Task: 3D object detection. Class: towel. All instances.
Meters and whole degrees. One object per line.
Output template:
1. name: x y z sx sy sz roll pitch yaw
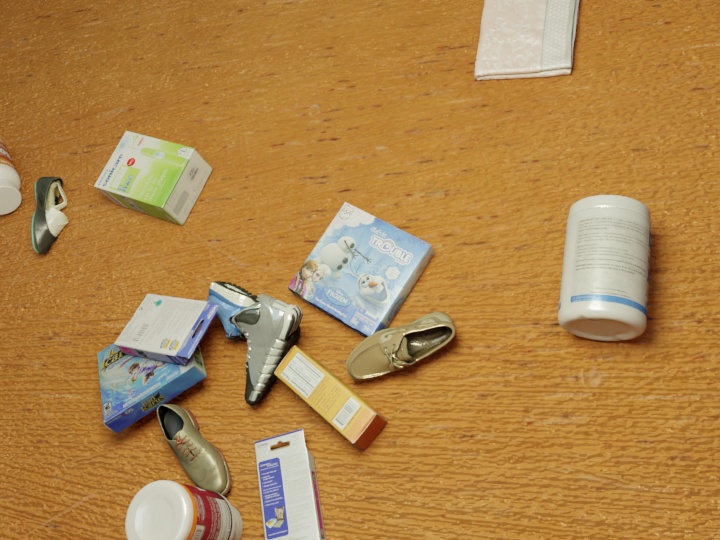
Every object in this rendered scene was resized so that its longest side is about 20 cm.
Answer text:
1. towel: 0.327 -0.466 1.411 0.190 0.032 0.201 3 67 21

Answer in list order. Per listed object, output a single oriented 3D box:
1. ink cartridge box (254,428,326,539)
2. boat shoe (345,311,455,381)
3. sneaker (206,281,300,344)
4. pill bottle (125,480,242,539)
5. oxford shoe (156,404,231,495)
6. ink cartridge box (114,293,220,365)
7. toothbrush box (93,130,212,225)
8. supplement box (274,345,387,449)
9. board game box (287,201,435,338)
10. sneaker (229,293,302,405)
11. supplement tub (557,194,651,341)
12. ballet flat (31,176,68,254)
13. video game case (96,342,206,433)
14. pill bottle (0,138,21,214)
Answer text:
1. ink cartridge box: -0.118 0.373 1.188 0.094 0.037 0.201 -18 65 12
2. boat shoe: 0.065 0.129 1.201 0.199 0.065 0.071 -28 98 4
3. sneaker: -0.201 0.093 1.330 0.199 0.078 0.090 24 99 20
4. pill bottle: -0.269 0.401 1.133 0.112 0.200 0.114 -8 64 16
5. oxford shoe: -0.300 0.315 1.255 0.070 0.075 0.200 -45 60 -4
6. ink cartridge box: -0.345 0.107 1.309 0.199 0.042 0.120 3 53 35
7. toothbrush box: -0.440 -0.199 1.531 0.199 0.086 0.146 18 73 27
8. supplement box: -0.052 0.213 1.219 0.200 0.067 0.069 38 86 30
9. board game box: 0.000 0.000 1.309 0.199 0.043 0.199 28 78 27
10. sneaker: -0.187 0.129 1.261 0.115 0.075 0.201 27 103 9
11. supplement tub: 0.383 -0.002 1.124 0.131 0.132 0.201 4 69 21
12. ballet flat: -0.693 -0.132 1.603 0.068 0.068 0.201 -14 63 3
13. video game case: -0.394 0.176 1.341 0.200 0.045 0.182 -32 43 3
14. pill bottle: -0.865 -0.227 1.678 0.112 0.112 0.200 -37 61 0
